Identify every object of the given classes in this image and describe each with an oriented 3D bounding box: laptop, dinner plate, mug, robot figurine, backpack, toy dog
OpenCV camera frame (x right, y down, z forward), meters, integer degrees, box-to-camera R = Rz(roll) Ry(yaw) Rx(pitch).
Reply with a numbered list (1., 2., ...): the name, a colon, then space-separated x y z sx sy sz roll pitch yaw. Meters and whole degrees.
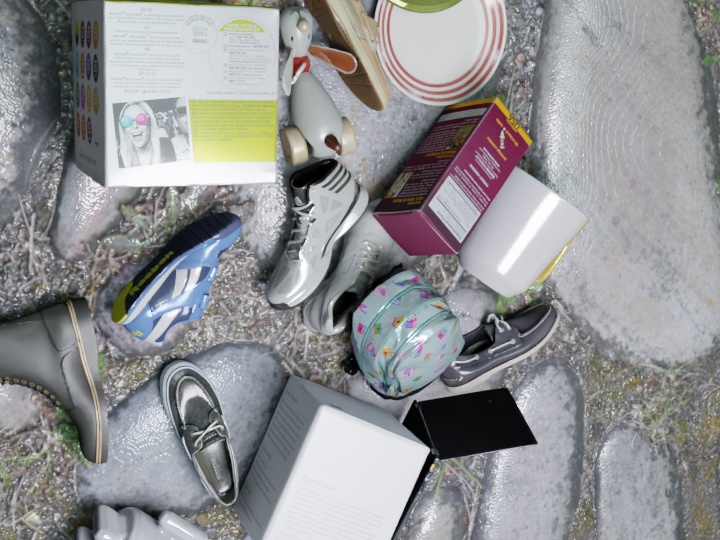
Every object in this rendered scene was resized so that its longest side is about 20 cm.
1. laptop: 0.120 0.254 1.595 0.115 0.187 0.202 25 103 -12
2. dinner plate: 0.104 -0.322 1.585 0.198 0.024 0.203 -6 104 -24
3. mug: 0.224 -0.040 1.639 0.185 0.149 0.154 32 95 -20
4. robot figurine: -0.271 0.379 1.515 0.199 0.113 0.170 38 104 -26
5. backpack: 0.061 0.080 1.554 0.167 0.126 0.200 -47 158 -12
6. toy dog: -0.060 -0.220 1.491 0.131 0.096 0.201 -38 114 -13

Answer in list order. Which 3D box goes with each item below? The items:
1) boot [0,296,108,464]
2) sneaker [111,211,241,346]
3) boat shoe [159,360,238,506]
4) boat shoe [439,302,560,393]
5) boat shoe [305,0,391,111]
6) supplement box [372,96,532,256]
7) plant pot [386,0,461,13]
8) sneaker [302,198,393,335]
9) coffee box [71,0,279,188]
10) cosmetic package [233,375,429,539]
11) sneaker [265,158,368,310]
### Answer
1. boot: -0.381 0.144 1.443 0.136 0.077 0.203 -11 92 -18
2. sneaker: -0.216 0.010 1.486 0.200 0.074 0.082 -44 117 -2
3. boat shoe: -0.195 0.209 1.536 0.071 0.071 0.202 -27 110 -17
4. boat shoe: 0.195 0.096 1.690 0.199 0.073 0.063 -32 116 -10
5. boat shoe: -0.004 -0.299 1.513 0.064 0.071 0.202 -38 115 -23
6. supplement box: 0.120 -0.122 1.563 0.086 0.110 0.201 45 67 -25
7. plant pot: 0.108 -0.430 1.453 0.197 0.190 0.203 -1 92 -19
8. sneaker: 0.000 0.000 1.577 0.070 0.080 0.202 30 86 -25
9. coffee box: -0.215 -0.207 1.365 0.197 0.199 0.201 -3 102 -23
10. cosmetic package: -0.042 0.272 1.557 0.165 0.167 0.202 24 92 -19
11. sneaker: -0.078 -0.056 1.513 0.202 0.075 0.115 -58 138 -13
